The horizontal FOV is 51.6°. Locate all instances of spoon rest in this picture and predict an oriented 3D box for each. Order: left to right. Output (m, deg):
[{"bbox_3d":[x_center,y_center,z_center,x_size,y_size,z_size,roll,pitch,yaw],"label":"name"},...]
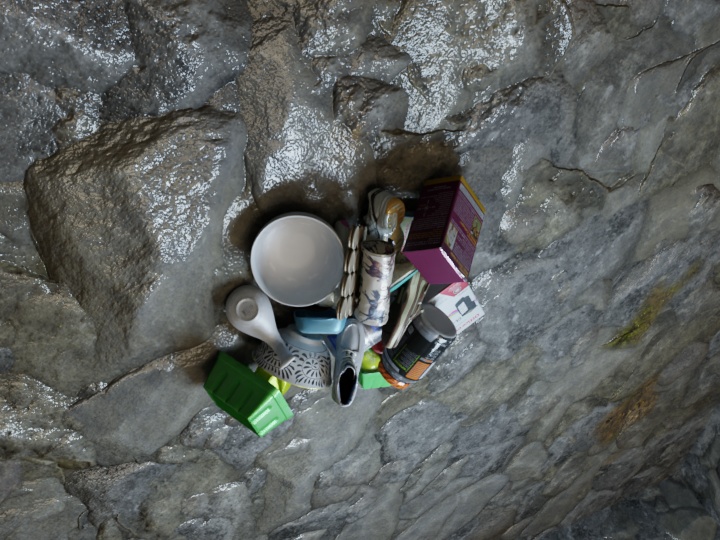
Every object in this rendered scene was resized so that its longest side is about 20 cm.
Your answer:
[{"bbox_3d":[-0.216,0.123,1.629,0.099,0.201,0.061,-37,177,-2],"label":"spoon rest"}]

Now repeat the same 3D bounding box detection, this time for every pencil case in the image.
[{"bbox_3d":[0.030,0.026,1.620,0.077,0.090,0.202,0,122,-8],"label":"pencil case"}]

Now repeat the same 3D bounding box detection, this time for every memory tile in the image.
[{"bbox_3d":[-0.019,0.002,1.583,0.153,0.017,0.203,-21,121,-79],"label":"memory tile"}]

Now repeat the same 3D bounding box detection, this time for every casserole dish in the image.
[{"bbox_3d":[-0.091,0.115,1.688,0.119,0.200,0.039,2,94,-4],"label":"casserole dish"}]

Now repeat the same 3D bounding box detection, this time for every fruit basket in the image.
[{"bbox_3d":[-0.230,0.258,1.731,0.214,0.216,0.156,-28,139,-7],"label":"fruit basket"},{"bbox_3d":[0.053,0.204,1.944,0.183,0.094,0.203,-4,112,-20],"label":"fruit basket"}]

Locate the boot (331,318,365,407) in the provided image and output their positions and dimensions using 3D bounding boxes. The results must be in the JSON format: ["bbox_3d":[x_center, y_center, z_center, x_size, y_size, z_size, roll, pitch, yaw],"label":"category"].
[{"bbox_3d":[-0.023,0.211,1.702,0.072,0.096,0.203,7,87,-9],"label":"boot"}]

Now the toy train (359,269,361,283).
[{"bbox_3d":[0.000,0.000,1.745,0.198,0.042,0.057,12,112,-40],"label":"toy train"}]

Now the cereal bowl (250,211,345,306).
[{"bbox_3d":[-0.132,-0.032,1.568,0.197,0.083,0.203,-2,111,-5],"label":"cereal bowl"}]

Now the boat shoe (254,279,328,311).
[{"bbox_3d":[-0.149,0.043,1.667,0.199,0.068,0.072,23,116,-42],"label":"boat shoe"}]

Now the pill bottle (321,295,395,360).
[{"bbox_3d":[0.003,0.133,1.811,0.199,0.114,0.114,-34,139,-5],"label":"pill bottle"}]

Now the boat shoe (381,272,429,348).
[{"bbox_3d":[0.114,0.091,1.735,0.074,0.075,0.205,16,101,-24],"label":"boat shoe"}]

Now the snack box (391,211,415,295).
[{"bbox_3d":[0.113,-0.040,1.751,0.115,0.037,0.202,-2,116,-32],"label":"snack box"}]

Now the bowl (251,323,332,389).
[{"bbox_3d":[-0.142,0.184,1.724,0.199,0.200,0.095,13,105,-40],"label":"bowl"}]

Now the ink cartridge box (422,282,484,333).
[{"bbox_3d":[0.221,0.081,1.931,0.145,0.083,0.200,-37,138,2],"label":"ink cartridge box"}]

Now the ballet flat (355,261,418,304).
[{"bbox_3d":[0.054,0.028,1.697,0.200,0.063,0.067,-43,173,31],"label":"ballet flat"}]

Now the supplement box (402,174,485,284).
[{"bbox_3d":[0.188,-0.089,1.645,0.102,0.202,0.131,-5,143,37],"label":"supplement box"}]

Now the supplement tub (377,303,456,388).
[{"bbox_3d":[0.135,0.189,1.830,0.122,0.123,0.201,13,126,-40],"label":"supplement tub"}]

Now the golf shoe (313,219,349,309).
[{"bbox_3d":[-0.068,-0.013,1.636,0.090,0.075,0.203,5,100,-15],"label":"golf shoe"}]

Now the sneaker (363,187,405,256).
[{"bbox_3d":[0.047,-0.097,1.652,0.075,0.087,0.202,-29,143,-33],"label":"sneaker"}]
